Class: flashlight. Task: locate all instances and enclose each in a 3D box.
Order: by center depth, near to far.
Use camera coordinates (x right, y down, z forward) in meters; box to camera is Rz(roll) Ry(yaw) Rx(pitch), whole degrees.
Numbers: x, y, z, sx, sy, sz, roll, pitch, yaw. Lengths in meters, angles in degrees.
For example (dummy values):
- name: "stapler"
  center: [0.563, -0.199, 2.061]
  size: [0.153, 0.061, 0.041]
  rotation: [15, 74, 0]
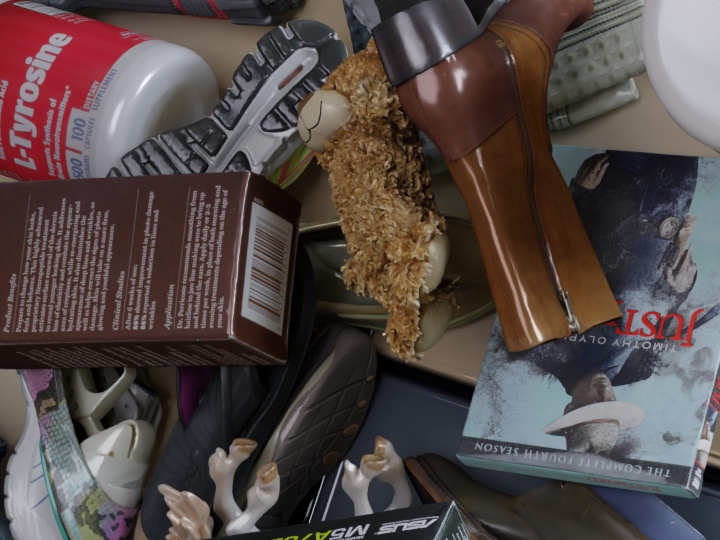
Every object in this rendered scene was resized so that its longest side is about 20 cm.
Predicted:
- name: "flashlight"
  center: [-0.132, -0.195, 1.777]
  size: [0.199, 0.068, 0.068]
  rotation: [9, 103, 34]

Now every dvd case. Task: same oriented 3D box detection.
- name: "dvd case"
  center: [0.146, 0.025, 1.577]
  size: [0.145, 0.022, 0.201]
  rotation: [7, 70, 29]

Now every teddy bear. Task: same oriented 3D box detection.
- name: "teddy bear"
  center: [0.009, -0.043, 1.571]
  size: [0.066, 0.145, 0.201]
  rotation: [-12, 68, -4]

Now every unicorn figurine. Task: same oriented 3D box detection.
- name: "unicorn figurine"
  center: [-0.014, 0.169, 1.605]
  size: [0.199, 0.074, 0.138]
  rotation: [4, 107, 10]

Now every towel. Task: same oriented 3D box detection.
- name: "towel"
  center: [0.082, -0.167, 1.677]
  size: [0.199, 0.035, 0.193]
  rotation: [-23, 67, 25]

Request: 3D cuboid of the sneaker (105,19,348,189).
- name: "sneaker"
  center: [-0.078, -0.060, 1.693]
  size: [0.200, 0.090, 0.078]
  rotation: [-41, 74, -3]

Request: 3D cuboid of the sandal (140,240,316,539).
- name: "sandal"
  center: [-0.082, 0.070, 1.626]
  size: [0.075, 0.048, 0.201]
  rotation: [19, 88, 46]

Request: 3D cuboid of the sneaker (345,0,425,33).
- name: "sneaker"
  center: [-0.013, -0.206, 1.654]
  size: [0.075, 0.115, 0.200]
  rotation: [-47, 59, 13]

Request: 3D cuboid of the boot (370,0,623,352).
- name: "boot"
  center: [0.106, -0.066, 1.551]
  size: [0.068, 0.188, 0.201]
  rotation: [-26, 89, 32]

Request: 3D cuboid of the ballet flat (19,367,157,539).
- name: "ballet flat"
  center: [-0.162, 0.085, 1.669]
  size: [0.071, 0.069, 0.201]
  rotation: [-26, 69, 20]

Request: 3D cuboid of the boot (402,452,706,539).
- name: "boot"
  center: [0.113, 0.147, 1.584]
  size: [0.097, 0.075, 0.200]
  rotation: [-39, 51, -12]

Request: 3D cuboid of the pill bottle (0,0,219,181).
- name: "pill bottle"
  center: [-0.197, -0.109, 1.763]
  size: [0.199, 0.112, 0.113]
  rotation: [18, 88, 30]

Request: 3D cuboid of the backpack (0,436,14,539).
- name: "backpack"
  center: [-0.305, 0.142, 1.729]
  size: [0.200, 0.183, 0.147]
  rotation: [33, 96, 27]

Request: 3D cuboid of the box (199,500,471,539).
- name: "box"
  center: [-0.002, 0.232, 1.561]
  size: [0.192, 0.048, 0.201]
  rotation: [-9, 117, 28]

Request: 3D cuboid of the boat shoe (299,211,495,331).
- name: "boat shoe"
  center: [-0.001, -0.002, 1.663]
  size: [0.200, 0.063, 0.074]
  rotation: [0, 79, 28]

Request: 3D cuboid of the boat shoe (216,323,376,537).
- name: "boat shoe"
  center: [-0.066, 0.111, 1.670]
  size: [0.073, 0.074, 0.200]
  rotation: [36, 96, 29]

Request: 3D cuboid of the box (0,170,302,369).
- name: "box"
  center: [-0.138, 0.002, 1.603]
  size: [0.199, 0.075, 0.101]
  rotation: [-1, 75, 26]

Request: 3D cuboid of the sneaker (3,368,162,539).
- name: "sneaker"
  center: [-0.169, 0.108, 1.728]
  size: [0.087, 0.074, 0.201]
  rotation: [-5, 78, 22]

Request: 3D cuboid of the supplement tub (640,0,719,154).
- name: "supplement tub"
  center: [0.247, -0.111, 1.474]
  size: [0.144, 0.200, 0.145]
  rotation: [-6, 76, 27]
